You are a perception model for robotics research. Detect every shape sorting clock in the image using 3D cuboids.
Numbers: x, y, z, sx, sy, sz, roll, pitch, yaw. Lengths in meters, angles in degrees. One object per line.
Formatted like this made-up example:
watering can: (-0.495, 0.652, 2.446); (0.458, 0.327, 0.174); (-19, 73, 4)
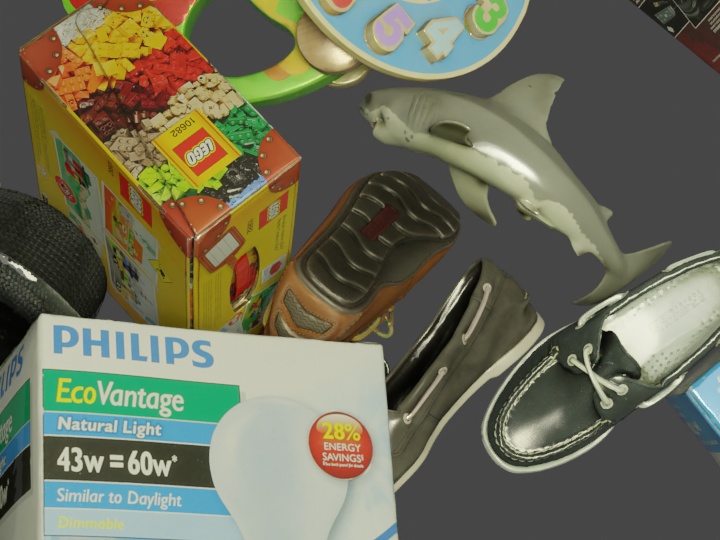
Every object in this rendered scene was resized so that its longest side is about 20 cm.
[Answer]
shape sorting clock: (0.028, -0.214, 1.195); (0.199, 0.039, 0.201); (12, 69, -34)

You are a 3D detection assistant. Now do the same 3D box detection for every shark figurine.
shark figurine: (0.110, -0.068, 1.181); (0.214, 0.128, 0.090); (35, 75, -6)

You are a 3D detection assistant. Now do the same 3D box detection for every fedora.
fedora: (-0.221, 0.012, 1.156); (0.200, 0.201, 0.092); (32, 52, 1)

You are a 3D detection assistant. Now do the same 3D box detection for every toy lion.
toy lion: (-0.104, -0.193, 1.224); (0.191, 0.069, 0.201); (-17, 85, 2)

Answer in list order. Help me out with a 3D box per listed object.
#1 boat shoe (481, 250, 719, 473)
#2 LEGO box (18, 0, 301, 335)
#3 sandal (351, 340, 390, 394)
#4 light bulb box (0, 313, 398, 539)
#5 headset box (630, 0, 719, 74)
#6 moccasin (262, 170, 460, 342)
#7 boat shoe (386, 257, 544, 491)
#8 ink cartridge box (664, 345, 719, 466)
boat shoe: (0.159, 0.051, 1.207); (0.200, 0.060, 0.076); (-40, 85, -7)
LEGO box: (-0.113, -0.045, 1.113); (0.077, 0.200, 0.149); (-38, 74, -20)
sandal: (-0.078, 0.081, 1.196); (0.199, 0.048, 0.076); (-6, 85, -5)
light bulb box: (-0.090, 0.141, 1.023); (0.197, 0.125, 0.201); (5, 65, -24)
headset box: (0.227, -0.225, 1.223); (0.200, 0.077, 0.149); (39, 73, 0)
moccasin: (0.001, 0.001, 1.155); (0.074, 0.201, 0.078); (37, 123, 0)
boat shoe: (0.028, 0.073, 1.182); (0.200, 0.067, 0.057); (-45, 108, -21)
ink cartridge box: (0.307, 0.107, 1.197); (0.146, 0.086, 0.200); (-38, 88, -6)
